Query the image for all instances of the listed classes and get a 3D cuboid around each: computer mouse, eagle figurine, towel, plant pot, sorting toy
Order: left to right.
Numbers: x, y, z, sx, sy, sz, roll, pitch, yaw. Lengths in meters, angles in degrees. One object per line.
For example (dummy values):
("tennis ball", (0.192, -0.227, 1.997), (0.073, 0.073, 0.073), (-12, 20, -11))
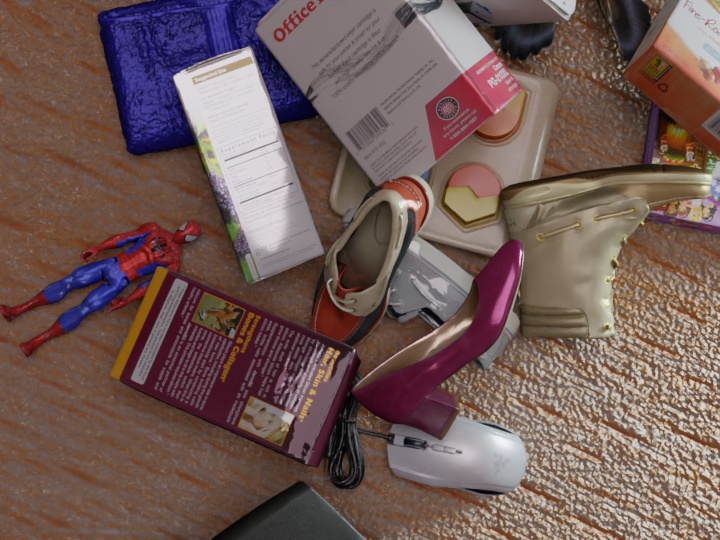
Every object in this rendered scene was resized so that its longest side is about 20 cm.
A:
("towel", (-0.143, -0.202, 1.282), (0.197, 0.050, 0.150), (-14, 84, -7))
("plant pot", (-0.071, 0.299, 1.168), (0.200, 0.200, 0.178), (42, 69, 0))
("computer mouse", (0.065, 0.163, 1.263), (0.197, 0.044, 0.111), (11, 81, -5))
("sorting toy", (0.084, -0.121, 1.303), (0.197, 0.036, 0.188), (15, 82, -4))
("eagle figurine", (0.217, -0.303, 1.310), (0.151, 0.150, 0.203), (22, 116, 36))

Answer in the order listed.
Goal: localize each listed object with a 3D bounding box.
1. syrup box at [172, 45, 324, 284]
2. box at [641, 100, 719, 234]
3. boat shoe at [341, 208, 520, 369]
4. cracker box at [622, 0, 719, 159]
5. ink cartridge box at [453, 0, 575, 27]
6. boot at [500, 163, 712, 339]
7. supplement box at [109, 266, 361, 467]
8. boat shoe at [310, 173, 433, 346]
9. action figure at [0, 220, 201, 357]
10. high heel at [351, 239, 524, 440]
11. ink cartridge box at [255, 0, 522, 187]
("syrup box", (-0.104, -0.099, 1.235), (0.081, 0.079, 0.202), (-21, 100, -5))
("box", (0.380, -0.103, 1.330), (0.197, 0.039, 0.139), (10, 83, -4))
("boat shoe", (0.056, 0.020, 1.266), (0.200, 0.070, 0.072), (36, 78, -3))
("cracker box", (0.350, -0.218, 1.288), (0.133, 0.058, 0.201), (38, 54, -5))
("ink cartridge box", (0.101, -0.310, 1.253), (0.198, 0.086, 0.149), (3, 80, 36))
("boot", (0.239, -0.017, 1.271), (0.197, 0.073, 0.158), (-8, 96, 2))
("supplement box", (-0.110, 0.089, 1.216), (0.198, 0.086, 0.111), (23, 82, 8))
("boat shoe", (0.000, 0.000, 1.216), (0.071, 0.062, 0.201), (38, 123, 11))
("action figure", (-0.236, 0.008, 1.250), (0.199, 0.052, 0.066), (-31, 83, -11))
("high heel", (0.072, 0.050, 1.213), (0.095, 0.067, 0.202), (24, 105, -8))
("ink cartridge box", (0.024, -0.191, 1.209), (0.144, 0.084, 0.201), (-37, 92, 33))
